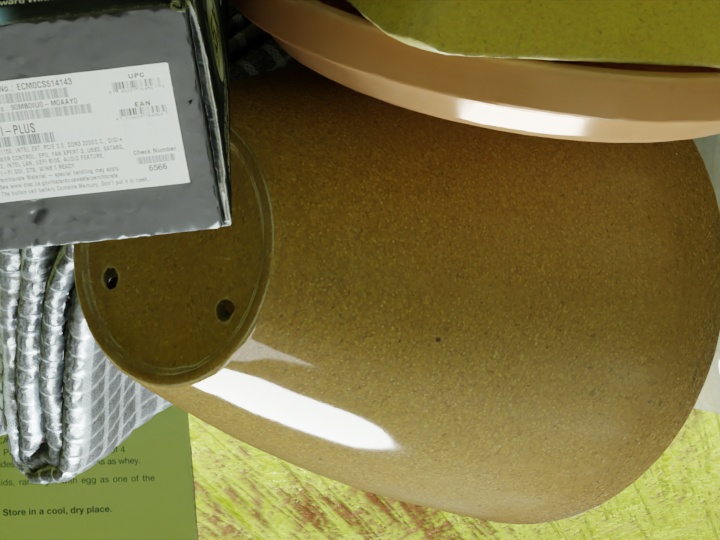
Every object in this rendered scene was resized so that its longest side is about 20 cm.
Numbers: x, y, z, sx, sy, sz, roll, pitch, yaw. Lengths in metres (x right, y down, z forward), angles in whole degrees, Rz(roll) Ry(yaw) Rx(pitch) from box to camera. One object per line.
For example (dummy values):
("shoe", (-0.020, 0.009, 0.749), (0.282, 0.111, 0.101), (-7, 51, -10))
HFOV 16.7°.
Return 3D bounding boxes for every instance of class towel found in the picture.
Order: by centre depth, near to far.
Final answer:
("towel", (-0.084, -0.020, 0.984), (0.165, 0.086, 0.200), (-37, 155, -29))

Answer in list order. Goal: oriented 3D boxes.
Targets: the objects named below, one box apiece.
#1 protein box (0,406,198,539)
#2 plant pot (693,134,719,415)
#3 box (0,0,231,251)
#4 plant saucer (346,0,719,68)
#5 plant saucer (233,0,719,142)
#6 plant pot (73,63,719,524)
("protein box", (-0.192, 0.051, 1.161), (0.197, 0.201, 0.135), (-1, 163, -17))
("plant pot", (0.113, -0.022, 1.094), (0.182, 0.202, 0.200), (1, 165, 15))
("box", (-0.143, -0.085, 0.776), (0.199, 0.164, 0.086), (-6, 130, 2))
("plant saucer", (0.075, -0.120, 0.829), (0.199, 0.049, 0.200), (1, -158, -22))
("plant saucer", (0.054, -0.083, 0.832), (0.199, 0.033, 0.200), (9, -160, -3))
("plant pot", (0.000, 0.000, 0.872), (0.186, 0.187, 0.199), (-19, 166, 37))
